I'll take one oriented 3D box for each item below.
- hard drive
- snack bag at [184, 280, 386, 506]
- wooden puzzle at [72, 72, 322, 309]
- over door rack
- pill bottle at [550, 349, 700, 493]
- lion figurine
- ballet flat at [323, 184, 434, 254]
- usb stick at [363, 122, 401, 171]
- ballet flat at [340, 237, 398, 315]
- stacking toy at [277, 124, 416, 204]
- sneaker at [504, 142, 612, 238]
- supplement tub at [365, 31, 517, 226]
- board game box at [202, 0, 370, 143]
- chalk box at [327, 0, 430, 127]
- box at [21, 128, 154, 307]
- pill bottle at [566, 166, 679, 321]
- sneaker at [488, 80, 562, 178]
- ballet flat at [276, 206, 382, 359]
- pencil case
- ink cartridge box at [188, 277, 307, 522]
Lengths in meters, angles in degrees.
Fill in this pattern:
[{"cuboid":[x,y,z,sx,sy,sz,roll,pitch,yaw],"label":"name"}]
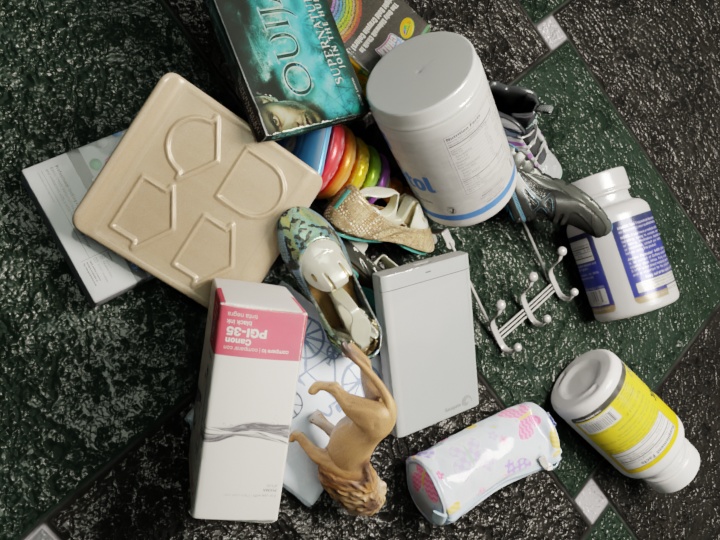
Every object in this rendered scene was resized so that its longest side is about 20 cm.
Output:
[{"cuboid":[0.083,0.088,0.857,0.131,0.027,0.202,-15,106,-30],"label":"hard drive"},{"cuboid":[-0.073,0.145,0.817,0.188,0.021,0.201,38,69,-13],"label":"snack bag"},{"cuboid":[-0.166,-0.074,0.739,0.199,0.046,0.186,33,88,-21],"label":"wooden puzzle"},{"cuboid":[0.202,-0.009,0.952,0.147,0.067,0.201,-36,95,-27],"label":"over door rack"},{"cuboid":[0.365,0.211,0.957,0.200,0.111,0.112,43,65,-12],"label":"pill bottle"},{"cuboid":[-0.005,0.175,0.747,0.122,0.201,0.072,38,44,19],"label":"lion figurine"},{"cuboid":[0.040,-0.063,0.846,0.199,0.070,0.066,6,117,-53],"label":"ballet flat"},{"cuboid":[0.096,-0.152,0.941,0.198,0.033,0.056,10,94,-19],"label":"usb stick"},{"cuboid":[0.000,0.000,0.861,0.200,0.068,0.069,39,56,-24],"label":"ballet flat"},{"cuboid":[-0.004,-0.119,0.869,0.199,0.116,0.111,20,72,-32],"label":"stacking toy"},{"cuboid":[0.239,-0.092,0.936,0.199,0.073,0.082,32,97,1],"label":"sneaker"},{"cuboid":[0.100,-0.157,0.818,0.133,0.131,0.200,-62,142,-22],"label":"supplement tub"},{"cuboid":[-0.083,-0.244,0.745,0.135,0.028,0.201,-22,89,-32],"label":"board game box"},{"cuboid":[-0.006,-0.275,0.880,0.200,0.124,0.125,40,65,-13],"label":"chalk box"},{"cuboid":[-0.239,-0.075,0.774,0.199,0.041,0.157,-29,93,-28],"label":"box"},{"cuboid":[0.364,-0.039,1.003,0.119,0.120,0.202,-16,87,-27],"label":"pill bottle"},{"cuboid":[0.226,-0.188,0.958,0.199,0.140,0.078,27,69,-17],"label":"sneaker"},{"cuboid":[-0.025,0.019,0.767,0.074,0.074,0.201,-45,125,-26],"label":"ballet flat"},{"cuboid":[0.153,0.237,0.867,0.199,0.083,0.091,-17,65,-26],"label":"pencil case"},{"cuboid":[-0.115,0.120,0.686,0.082,0.146,0.202,7,96,-16],"label":"ink cartridge box"}]
